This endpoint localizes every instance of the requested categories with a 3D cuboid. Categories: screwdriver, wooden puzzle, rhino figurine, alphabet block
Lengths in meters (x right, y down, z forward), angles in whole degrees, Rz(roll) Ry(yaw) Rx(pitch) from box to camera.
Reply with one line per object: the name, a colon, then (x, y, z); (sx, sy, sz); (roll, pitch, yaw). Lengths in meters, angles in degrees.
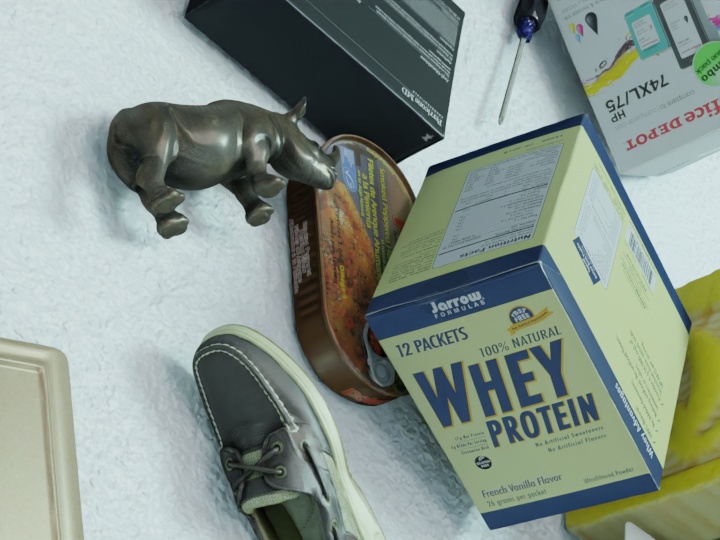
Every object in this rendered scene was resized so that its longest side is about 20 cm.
screwdriver: (0.140, -0.189, 1.583); (0.028, 0.029, 0.200); (43, 36, -23)
wooden puzzle: (-0.227, 0.117, 0.987); (0.200, 0.037, 0.185); (19, 55, -48)
rhino figurine: (-0.083, -0.077, 1.228); (0.200, 0.060, 0.088); (-9, 60, -45)
alphabet block: (0.298, 0.137, 1.445); (0.200, 0.196, 0.196); (35, 44, -31)

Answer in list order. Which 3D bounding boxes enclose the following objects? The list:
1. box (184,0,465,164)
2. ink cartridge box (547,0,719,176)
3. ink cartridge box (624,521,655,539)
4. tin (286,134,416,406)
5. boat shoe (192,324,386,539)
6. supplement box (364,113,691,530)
box: (-0.021, -0.188, 1.365); (0.200, 0.079, 0.141); (39, 41, -28)
ink cartridge box: (0.278, -0.202, 1.642); (0.146, 0.146, 0.200); (-7, 73, -64)
ink cartridge box: (0.232, 0.287, 1.383); (0.200, 0.067, 0.117); (40, 44, -29)
tin: (0.000, 0.000, 1.311); (0.112, 0.042, 0.201); (18, 56, -38)
boat shoe: (-0.048, 0.130, 1.151); (0.201, 0.072, 0.066); (62, 32, -9)
supplement box: (0.127, 0.035, 1.312); (0.200, 0.134, 0.200); (59, 30, -23)
